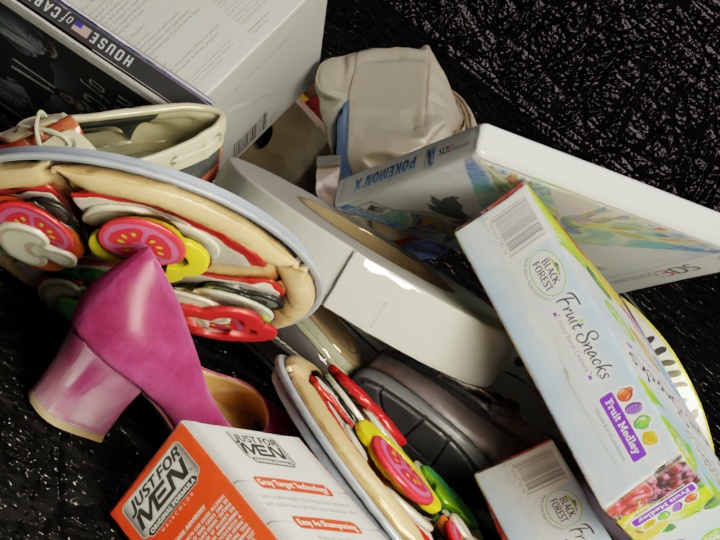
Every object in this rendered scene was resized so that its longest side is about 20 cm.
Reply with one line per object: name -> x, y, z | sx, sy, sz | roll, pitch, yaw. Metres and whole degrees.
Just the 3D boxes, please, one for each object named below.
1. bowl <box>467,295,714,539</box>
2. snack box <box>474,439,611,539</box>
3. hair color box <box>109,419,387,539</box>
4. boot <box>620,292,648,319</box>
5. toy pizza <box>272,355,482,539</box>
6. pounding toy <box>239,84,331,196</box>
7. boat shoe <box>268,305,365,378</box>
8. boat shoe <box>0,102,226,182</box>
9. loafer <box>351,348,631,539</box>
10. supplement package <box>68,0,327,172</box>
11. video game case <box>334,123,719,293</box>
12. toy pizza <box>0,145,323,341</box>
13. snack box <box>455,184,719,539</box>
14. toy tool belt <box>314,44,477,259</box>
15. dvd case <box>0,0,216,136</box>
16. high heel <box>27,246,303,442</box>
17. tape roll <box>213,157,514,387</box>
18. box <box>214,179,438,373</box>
bowl -> 0.118, 0.113, 1.190 | 0.094, 0.202, 0.201 | -23, 54, -31
snack box -> 0.126, 0.199, 0.971 | 0.200, 0.053, 0.143 | -116, -178, -62
hair color box -> -0.012, 0.158, 0.844 | 0.200, 0.061, 0.101 | 48, 16, 29
boot -> 0.188, 0.106, 1.391 | 0.162, 0.073, 0.200 | -26, 97, -76
toy pizza -> 0.025, 0.119, 1.011 | 0.201, 0.032, 0.200 | 51, 2, -2
pounding toy -> -0.052, -0.114, 1.474 | 0.184, 0.143, 0.200 | 24, 19, -49
boat shoe -> -0.081, 0.011, 1.145 | 0.200, 0.065, 0.072 | 41, 3, 20
boat shoe -> -0.162, -0.060, 1.056 | 0.199, 0.063, 0.071 | -5, 46, -39
loafer -> 0.085, 0.107, 1.105 | 0.199, 0.063, 0.072 | 39, -26, 0
supplement package -> -0.146, -0.178, 1.299 | 0.200, 0.152, 0.151 | 41, -19, 11
video game case -> 0.109, -0.030, 1.130 | 0.199, 0.022, 0.182 | 19, -15, -23
toy pizza -> -0.117, -0.003, 0.961 | 0.198, 0.032, 0.201 | 12, -22, 5
snack box -> 0.135, 0.066, 1.017 | 0.142, 0.053, 0.201 | 43, 17, -47
toy tool belt -> 0.025, -0.056, 1.305 | 0.124, 0.124, 0.201 | -4, 39, 2
dvd case -> -0.189, -0.124, 1.186 | 0.199, 0.025, 0.150 | 34, -24, -2
high heel -> -0.075, 0.048, 0.966 | 0.199, 0.096, 0.067 | 24, 19, -48
tape roll -> 0.000, 0.000, 1.102 | 0.202, 0.037, 0.203 | 31, 5, -3
box -> -0.033, 0.027, 1.230 | 0.200, 0.060, 0.117 | 42, 13, 15
